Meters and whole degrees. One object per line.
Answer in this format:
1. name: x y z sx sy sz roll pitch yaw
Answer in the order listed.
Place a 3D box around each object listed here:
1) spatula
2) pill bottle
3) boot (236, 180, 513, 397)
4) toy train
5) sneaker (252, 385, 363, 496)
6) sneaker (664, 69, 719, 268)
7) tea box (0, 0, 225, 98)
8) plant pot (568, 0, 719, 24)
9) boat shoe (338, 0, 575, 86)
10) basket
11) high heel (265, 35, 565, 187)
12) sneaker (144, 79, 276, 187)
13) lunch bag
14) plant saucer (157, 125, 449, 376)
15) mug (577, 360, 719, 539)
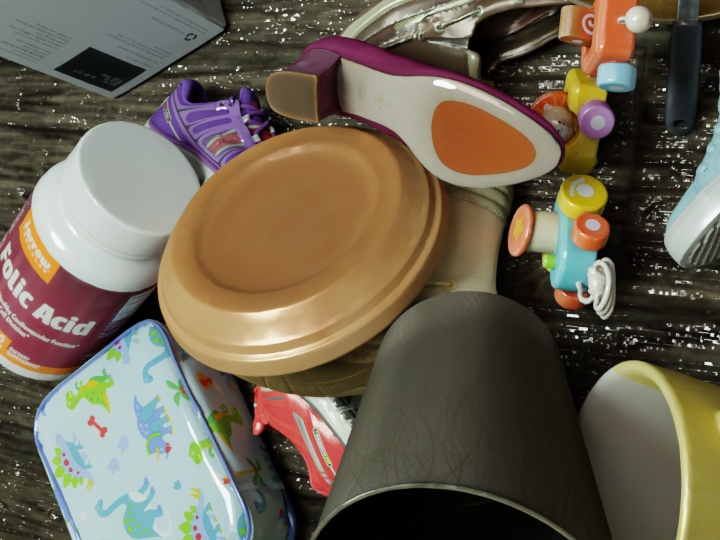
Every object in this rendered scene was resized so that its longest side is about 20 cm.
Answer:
1. spatula: 0.190 -0.153 0.706 0.056 0.201 0.021 2 52 13
2. pill bottle: -0.204 -0.012 0.905 0.200 0.113 0.115 -45 61 41
3. boot: 0.000 0.000 0.808 0.198 0.073 0.157 -2 55 18
4. toy train: 0.128 -0.074 0.739 0.055 0.150 0.202 6 89 1
5. sneaker: -0.057 0.075 0.867 0.085 0.077 0.201 -50 59 24
6. sneaker: 0.240 -0.094 0.727 0.200 0.074 0.082 -49 55 5
7. tea box: -0.232 -0.269 0.946 0.133 0.199 0.198 -26 71 24
8. plant pot: 0.190 -0.287 0.730 0.185 0.186 0.202 -7 59 29
9. boat shoe: 0.068 -0.158 0.823 0.201 0.075 0.075 -25 58 25
10. basket: 0.059 0.111 0.646 0.136 0.201 0.180 -39 110 24
11. high heel: 0.045 -0.109 0.764 0.199 0.096 0.068 21 122 21
12. sneaker: -0.086 -0.089 0.907 0.199 0.080 0.084 32 93 30
13. lunch bag: -0.149 0.151 0.902 0.160 0.082 0.201 -38 66 19
14. plant saucer: -0.042 -0.024 0.775 0.198 0.038 0.201 -14 45 14
15. mug: 0.208 0.131 0.635 0.152 0.187 0.151 11 76 -12
